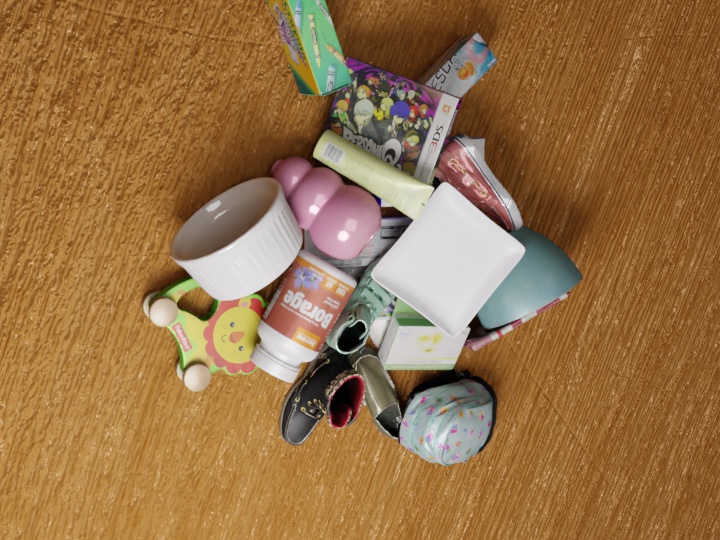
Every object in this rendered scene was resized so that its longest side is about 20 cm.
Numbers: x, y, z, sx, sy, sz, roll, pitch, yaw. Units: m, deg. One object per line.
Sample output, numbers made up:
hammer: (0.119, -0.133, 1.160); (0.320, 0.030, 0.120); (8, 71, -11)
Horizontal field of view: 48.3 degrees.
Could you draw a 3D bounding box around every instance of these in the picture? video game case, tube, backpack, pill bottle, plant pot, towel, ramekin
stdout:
video game case: (0.042, -0.227, 1.305); (0.199, 0.036, 0.183); (23, 106, 11)
tube: (0.020, -0.154, 1.284); (0.199, 0.058, 0.052); (31, 88, 7)
backpack: (0.163, 0.276, 1.469); (0.199, 0.126, 0.168); (1, 99, -48)
video game case: (0.000, 0.000, 1.408); (0.198, 0.023, 0.184); (-3, 102, -13)
pill bottle: (-0.099, 0.077, 1.323); (0.112, 0.112, 0.201); (29, 90, -24)
plant pot: (0.280, -0.002, 1.449); (0.199, 0.200, 0.135); (-29, 92, -12)
towel: (0.278, 0.087, 1.473); (0.199, 0.144, 0.023); (-30, 90, -3)
ramekin: (-0.186, -0.046, 1.248); (0.200, 0.200, 0.098); (-38, 120, -8)

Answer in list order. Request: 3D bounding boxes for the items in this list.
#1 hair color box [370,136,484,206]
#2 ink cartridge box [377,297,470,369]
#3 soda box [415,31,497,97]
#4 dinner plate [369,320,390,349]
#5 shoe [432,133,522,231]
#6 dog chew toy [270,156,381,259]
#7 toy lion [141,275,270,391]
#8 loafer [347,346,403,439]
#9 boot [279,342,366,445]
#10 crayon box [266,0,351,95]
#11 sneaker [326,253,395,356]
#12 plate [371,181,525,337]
hair color box: (0.116, -0.175, 1.401); (0.198, 0.065, 0.110); (-5, 104, -18)
ink cartridge box: (0.126, 0.088, 1.423); (0.144, 0.048, 0.201); (3, 126, -22)
soda box: (0.136, -0.313, 1.367); (0.200, 0.068, 0.064); (-46, 111, -7)
dinner plate: (0.105, 0.075, 1.481); (0.198, 0.024, 0.202); (-5, 106, -19)
shoe: (0.192, -0.129, 1.372); (0.091, 0.071, 0.201); (-39, 109, -5)
dog chew toy: (-0.063, -0.110, 1.310); (0.200, 0.125, 0.125); (40, 87, 2)
toy lion: (-0.237, 0.092, 1.338); (0.191, 0.069, 0.201); (-30, 112, -19)
loafer: (0.038, 0.227, 1.466); (0.075, 0.070, 0.201); (-33, 112, -10)
boot: (-0.065, 0.232, 1.383); (0.073, 0.150, 0.201); (30, 91, -24)
crayon box: (-0.087, -0.376, 1.242); (0.058, 0.119, 0.201); (-25, 110, -13)
sneaker: (0.021, 0.060, 1.352); (0.074, 0.118, 0.201); (40, 89, -17)
plate: (0.147, -0.017, 1.350); (0.199, 0.032, 0.200); (36, 96, -19)
